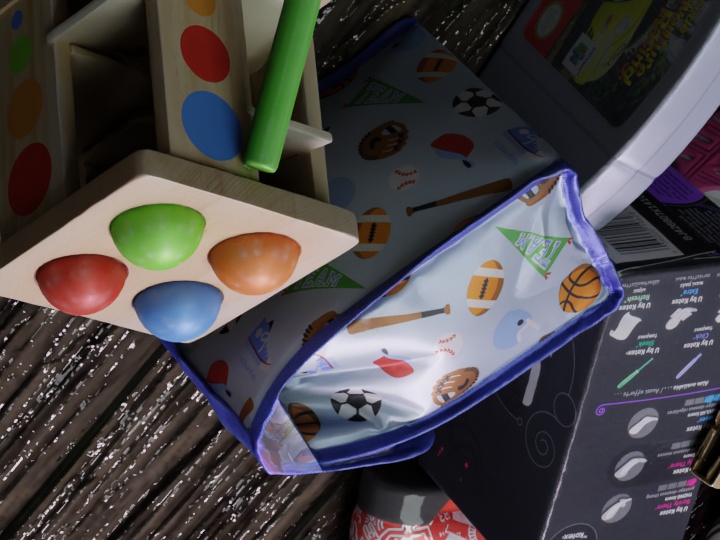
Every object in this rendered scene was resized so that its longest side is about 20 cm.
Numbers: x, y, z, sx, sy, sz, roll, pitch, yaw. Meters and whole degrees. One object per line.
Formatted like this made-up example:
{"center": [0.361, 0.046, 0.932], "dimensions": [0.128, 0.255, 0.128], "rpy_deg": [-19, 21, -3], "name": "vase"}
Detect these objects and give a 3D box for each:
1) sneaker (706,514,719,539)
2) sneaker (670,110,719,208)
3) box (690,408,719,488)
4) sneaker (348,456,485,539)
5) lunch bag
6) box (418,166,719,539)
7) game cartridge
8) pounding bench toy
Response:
{"center": [0.305, 0.123, 1.634], "dimensions": [0.200, 0.080, 0.078], "rpy_deg": [-25, 147, 20], "name": "sneaker"}
{"center": [0.246, -0.035, 1.465], "dimensions": [0.200, 0.081, 0.088], "rpy_deg": [0, 125, -38], "name": "sneaker"}
{"center": [0.270, 0.053, 1.435], "dimensions": [0.200, 0.021, 0.164], "rpy_deg": [15, 106, -54], "name": "box"}
{"center": [0.082, 0.167, 1.514], "dimensions": [0.201, 0.067, 0.108], "rpy_deg": [2, 108, -27], "name": "sneaker"}
{"center": [0.000, 0.000, 1.283], "dimensions": [0.200, 0.170, 0.124], "rpy_deg": [-34, 129, -8], "name": "lunch bag"}
{"center": [0.122, 0.051, 1.395], "dimensions": [0.106, 0.122, 0.200], "rpy_deg": [-6, 124, -31], "name": "box"}
{"center": [0.142, -0.126, 1.303], "dimensions": [0.041, 0.133, 0.200], "rpy_deg": [21, 109, -41], "name": "game cartridge"}
{"center": [-0.065, -0.071, 1.140], "dimensions": [0.124, 0.156, 0.200], "rpy_deg": [16, 146, -39], "name": "pounding bench toy"}
